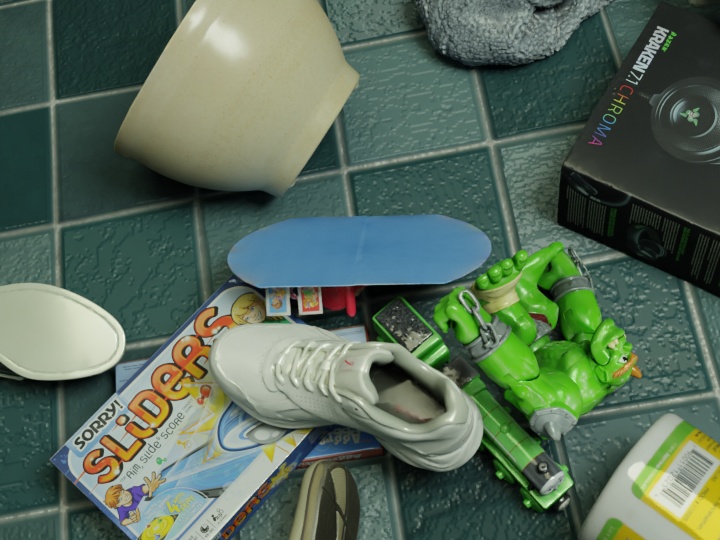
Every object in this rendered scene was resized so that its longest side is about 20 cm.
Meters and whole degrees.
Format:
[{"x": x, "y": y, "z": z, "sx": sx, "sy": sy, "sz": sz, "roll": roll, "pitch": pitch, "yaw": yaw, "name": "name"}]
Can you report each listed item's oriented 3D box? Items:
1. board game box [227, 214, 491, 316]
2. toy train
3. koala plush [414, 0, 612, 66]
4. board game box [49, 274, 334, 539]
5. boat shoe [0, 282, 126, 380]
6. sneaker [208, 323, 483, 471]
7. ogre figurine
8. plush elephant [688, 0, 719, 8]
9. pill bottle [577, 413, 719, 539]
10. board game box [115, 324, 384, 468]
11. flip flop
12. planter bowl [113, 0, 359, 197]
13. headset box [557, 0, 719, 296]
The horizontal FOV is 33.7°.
[{"x": 0.000, "y": 0.000, "z": 0.910, "sx": 0.199, "sy": 0.039, "sz": 0.158, "roll": -1, "pitch": 20, "yaw": 4, "name": "board game box"}, {"x": 0.080, "y": 0.096, "z": 0.869, "sx": 0.042, "sy": 0.056, "sz": 0.200, "roll": -39, "pitch": 65, "yaw": -12, "name": "toy train"}, {"x": 0.121, "y": -0.285, "z": 0.972, "sx": 0.177, "sy": 0.200, "sz": 0.184, "roll": 34, "pitch": 72, "yaw": 21, "name": "koala plush"}, {"x": -0.109, "y": 0.112, "z": 0.875, "sx": 0.135, "sy": 0.034, "sz": 0.200, "roll": 36, "pitch": 72, "yaw": 22, "name": "board game box"}, {"x": -0.271, "y": 0.049, "z": 0.932, "sx": 0.199, "sy": 0.062, "sz": 0.073, "roll": 3, "pitch": 79, "yaw": 11, "name": "boat shoe"}, {"x": -0.012, "y": 0.070, "z": 0.807, "sx": 0.199, "sy": 0.099, "sz": 0.078, "roll": 14, "pitch": 68, "yaw": 10, "name": "sneaker"}, {"x": 0.132, "y": 0.049, "z": 0.840, "sx": 0.098, "sy": 0.200, "sz": 0.120, "roll": -34, "pitch": 82, "yaw": 11, "name": "ogre figurine"}, {"x": 0.326, "y": -0.247, "z": 0.930, "sx": 0.154, "sy": 0.200, "sz": 0.165, "roll": -7, "pitch": 70, "yaw": -1, "name": "plush elephant"}, {"x": 0.252, "y": 0.192, "z": 0.768, "sx": 0.200, "sy": 0.111, "sz": 0.111, "roll": 36, "pitch": 73, "yaw": 21, "name": "pill bottle"}, {"x": -0.087, "y": 0.105, "z": 0.906, "sx": 0.199, "sy": 0.019, "sz": 0.103, "roll": -9, "pitch": 62, "yaw": 3, "name": "board game box"}, {"x": -0.051, "y": 0.225, "z": 0.815, "sx": 0.057, "sy": 0.081, "sz": 0.201, "roll": -1, "pitch": 61, "yaw": 26, "name": "flip flop"}, {"x": -0.086, "y": -0.142, "z": 0.949, "sx": 0.135, "sy": 0.200, "sz": 0.201, "roll": 34, "pitch": 70, "yaw": -7, "name": "planter bowl"}, {"x": 0.280, "y": -0.083, "z": 0.911, "sx": 0.200, "sy": 0.093, "sz": 0.174, "roll": 28, "pitch": 71, "yaw": 19, "name": "headset box"}]
